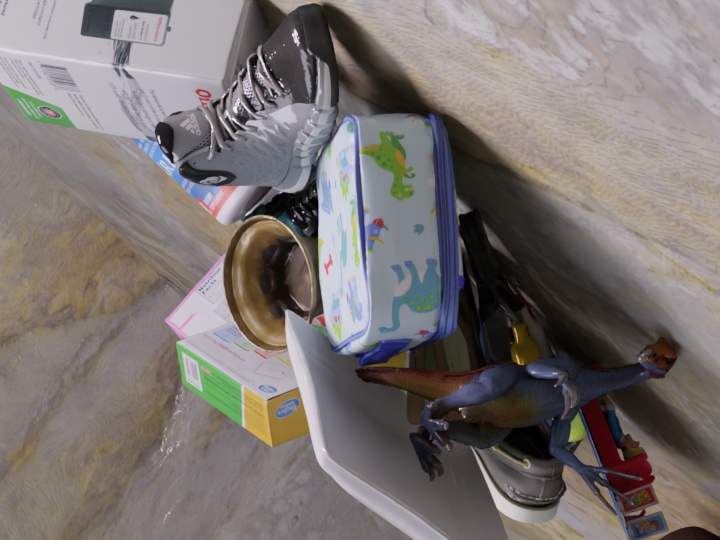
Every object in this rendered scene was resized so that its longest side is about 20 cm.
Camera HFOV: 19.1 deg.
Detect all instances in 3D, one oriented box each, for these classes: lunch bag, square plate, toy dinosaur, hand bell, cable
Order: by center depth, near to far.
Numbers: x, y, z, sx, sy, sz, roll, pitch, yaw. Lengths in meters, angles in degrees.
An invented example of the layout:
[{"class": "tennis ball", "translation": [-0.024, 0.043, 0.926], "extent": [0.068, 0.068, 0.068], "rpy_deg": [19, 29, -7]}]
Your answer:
[{"class": "toy dinosaur", "translation": [0.122, 0.075, 1.496], "extent": [0.200, 0.181, 0.105], "rpy_deg": [50, 156, 33]}, {"class": "lunch bag", "translation": [0.018, -0.019, 1.502], "extent": [0.082, 0.162, 0.200], "rpy_deg": [-2, 172, -9]}, {"class": "square plate", "translation": [0.024, 0.134, 1.531], "extent": [0.198, 0.028, 0.200], "rpy_deg": [38, -164, -25]}, {"class": "cable", "translation": [0.112, 0.011, 1.646], "extent": [0.201, 0.050, 0.098], "rpy_deg": [75, -173, -46]}, {"class": "hand bell", "translation": [0.000, 0.000, 1.682], "extent": [0.199, 0.105, 0.104], "rpy_deg": [-8, -148, -43]}]

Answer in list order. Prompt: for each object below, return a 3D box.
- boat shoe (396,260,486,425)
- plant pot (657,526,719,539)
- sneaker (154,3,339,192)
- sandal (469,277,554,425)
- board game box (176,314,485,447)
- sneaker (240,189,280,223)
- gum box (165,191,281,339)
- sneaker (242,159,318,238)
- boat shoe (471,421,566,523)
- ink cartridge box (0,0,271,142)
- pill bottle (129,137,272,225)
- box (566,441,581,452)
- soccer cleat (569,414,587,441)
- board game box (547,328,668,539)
[{"class": "boat shoe", "translation": [0.050, 0.038, 1.628], "extent": [0.201, 0.076, 0.072], "rpy_deg": [-94, -14, -53]}, {"class": "plant pot", "translation": [0.320, 0.322, 1.843], "extent": [0.200, 0.186, 0.187], "rpy_deg": [53, 180, 40]}, {"class": "sneaker", "translation": [-0.083, -0.108, 1.484], "extent": [0.200, 0.115, 0.076], "rpy_deg": [108, 151, -59]}, {"class": "sandal", "translation": [0.125, 0.061, 1.768], "extent": [0.208, 0.059, 0.079], "rpy_deg": [62, 160, 10]}, {"class": "board game box", "translation": [-0.024, 0.065, 1.705], "extent": [0.153, 0.199, 0.041], "rpy_deg": [28, 132, 54]}, {"class": "sneaker", "translation": [-0.112, -0.095, 2.004], "extent": [0.200, 0.066, 0.090], "rpy_deg": [52, 170, -31]}, {"class": "gum box", "translation": [-0.079, 0.023, 1.960], "extent": [0.066, 0.200, 0.114], "rpy_deg": [35, 168, 36]}, {"class": "sneaker", "translation": [-0.037, -0.041, 1.741], "extent": [0.084, 0.121, 0.200], "rpy_deg": [42, 171, -7]}, {"class": "boat shoe", "translation": [0.104, 0.113, 1.699], "extent": [0.202, 0.072, 0.061], "rpy_deg": [54, 139, 44]}, {"class": "ink cartridge box", "translation": [-0.168, -0.160, 1.610], "extent": [0.198, 0.084, 0.147], "rpy_deg": [11, 162, 12]}, {"class": "pill bottle", "translation": [-0.144, -0.142, 1.744], "extent": [0.200, 0.112, 0.112], "rpy_deg": [42, 171, 3]}, {"class": "box", "translation": [0.099, 0.100, 1.998], "extent": [0.200, 0.051, 0.158], "rpy_deg": [37, 179, 32]}, {"class": "soccer cleat", "translation": [0.127, 0.079, 1.860], "extent": [0.200, 0.065, 0.084], "rpy_deg": [33, -162, 24]}, {"class": "board game box", "translation": [0.202, 0.133, 1.707], "extent": [0.158, 0.039, 0.201], "rpy_deg": [-97, -14, -74]}]
